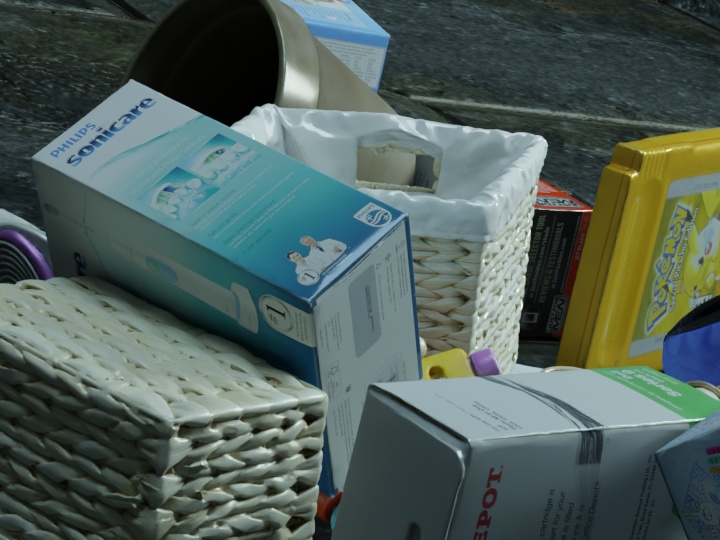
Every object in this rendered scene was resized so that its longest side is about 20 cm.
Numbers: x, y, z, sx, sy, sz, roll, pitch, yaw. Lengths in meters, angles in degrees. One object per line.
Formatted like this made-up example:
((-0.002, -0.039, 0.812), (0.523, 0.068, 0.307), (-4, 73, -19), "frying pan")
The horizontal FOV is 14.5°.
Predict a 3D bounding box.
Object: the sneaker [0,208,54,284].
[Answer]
((-0.218, -0.008, 1.807), (0.200, 0.075, 0.100), (23, 19, 33), "sneaker")

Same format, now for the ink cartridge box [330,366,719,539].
((0.085, 0.130, 1.427), (0.200, 0.146, 0.084), (-1, 21, -41), "ink cartridge box")

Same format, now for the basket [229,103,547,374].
((0.000, 0.000, 1.741), (0.198, 0.161, 0.200), (7, 15, 12), "basket")

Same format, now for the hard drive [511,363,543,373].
((0.110, 0.101, 1.778), (0.132, 0.025, 0.200), (11, 15, -6), "hard drive")

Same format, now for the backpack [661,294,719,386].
((0.289, 0.078, 1.761), (0.162, 0.168, 0.200), (3, -15, -43), "backpack")

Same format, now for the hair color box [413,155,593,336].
((0.082, -0.031, 2.088), (0.061, 0.102, 0.200), (2, 19, -34), "hair color box")

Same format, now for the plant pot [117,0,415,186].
((-0.061, -0.089, 2.069), (0.173, 0.200, 0.200), (23, 6, -39), "plant pot")

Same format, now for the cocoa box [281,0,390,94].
((-0.071, -0.173, 2.411), (0.133, 0.131, 0.200), (8, 16, -18), "cocoa box")

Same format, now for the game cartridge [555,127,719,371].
((0.211, -0.009, 1.969), (0.032, 0.176, 0.200), (21, 18, 29), "game cartridge")

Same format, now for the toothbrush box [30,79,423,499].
((-0.070, 0.008, 1.513), (0.200, 0.146, 0.085), (25, 51, 31), "toothbrush box")

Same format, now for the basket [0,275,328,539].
((-0.126, 0.091, 1.438), (0.200, 0.123, 0.136), (25, 21, 36), "basket")

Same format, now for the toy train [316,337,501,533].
((0.000, 0.097, 1.558), (0.150, 0.056, 0.200), (2, 49, 13), "toy train")

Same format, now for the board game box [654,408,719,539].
((0.218, 0.156, 1.357), (0.043, 0.199, 0.200), (-22, -2, 21), "board game box")

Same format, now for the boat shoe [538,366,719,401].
((0.183, 0.097, 1.581), (0.200, 0.069, 0.074), (8, 41, -5), "boat shoe")
